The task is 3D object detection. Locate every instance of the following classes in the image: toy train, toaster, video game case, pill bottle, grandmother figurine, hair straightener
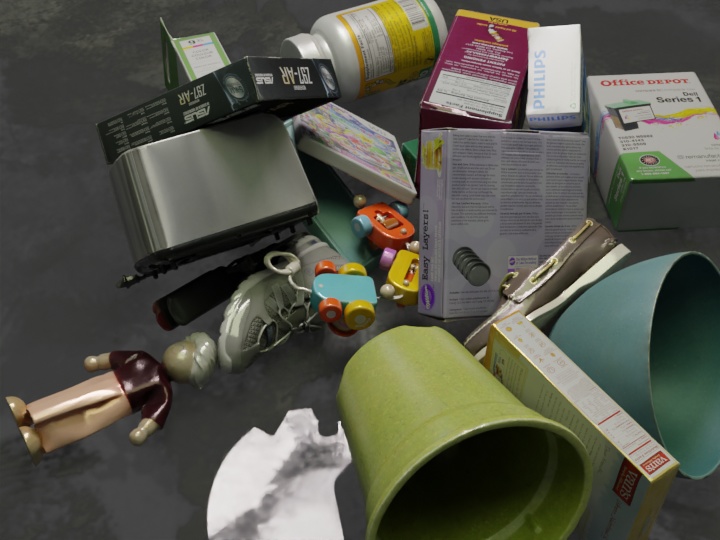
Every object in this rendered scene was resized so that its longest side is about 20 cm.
[{"bbox_3d":[0.000,0.000,1.109,0.150,0.056,0.199,37,44,27],"label":"toy train"},{"bbox_3d":[-0.162,-0.070,1.104,0.198,0.181,0.120,-19,91,-18],"label":"toaster"},{"bbox_3d":[-0.012,-0.147,1.232,0.142,0.018,0.200,25,20,-16],"label":"video game case"},{"bbox_3d":[0.003,-0.280,1.387,0.198,0.113,0.113,-21,50,-22],"label":"pill bottle"},{"bbox_3d":[-0.225,0.116,1.029,0.199,0.061,0.122,-25,60,-21],"label":"grandmother figurine"},{"bbox_3d":[-0.119,0.006,1.137,0.199,0.077,0.041,-25,94,-34],"label":"hair straightener"}]

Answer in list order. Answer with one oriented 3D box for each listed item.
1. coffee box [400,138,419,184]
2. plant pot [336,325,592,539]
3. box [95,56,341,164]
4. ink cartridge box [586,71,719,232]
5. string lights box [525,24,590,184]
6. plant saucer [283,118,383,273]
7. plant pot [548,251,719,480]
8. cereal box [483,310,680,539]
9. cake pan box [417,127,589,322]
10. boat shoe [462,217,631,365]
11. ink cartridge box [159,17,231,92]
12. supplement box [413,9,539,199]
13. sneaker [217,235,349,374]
[{"bbox_3d":[0.146,-0.093,1.258,0.122,0.044,0.200,-22,51,-23],"label":"coffee box"},{"bbox_3d":[0.067,0.150,0.934,0.198,0.202,0.185,-13,35,-15],"label":"plant pot"},{"bbox_3d":[-0.141,-0.163,1.099,0.198,0.044,0.160,-17,1,29],"label":"box"},{"bbox_3d":[0.353,-0.145,1.291,0.143,0.085,0.201,-3,45,-6],"label":"ink cartridge box"},{"bbox_3d":[0.222,-0.178,1.209,0.058,0.200,0.104,0,74,15],"label":"string lights box"},{"bbox_3d":[-0.043,-0.082,1.201,0.070,0.019,0.201,-33,77,-23],"label":"plant saucer"},{"bbox_3d":[0.251,0.088,1.008,0.134,0.201,0.200,-4,35,40],"label":"plant pot"},{"bbox_3d":[0.181,0.150,0.953,0.039,0.145,0.200,-25,52,-26],"label":"cereal box"},{"bbox_3d":[0.149,-0.048,1.091,0.198,0.186,0.052,-4,8,-33],"label":"cake pan box"},{"bbox_3d":[0.171,0.022,1.047,0.199,0.072,0.060,-36,71,-15],"label":"boat shoe"},{"bbox_3d":[-0.188,-0.217,1.322,0.059,0.104,0.201,-15,48,-17],"label":"ink cartridge box"},{"bbox_3d":[0.132,-0.183,1.222,0.102,0.132,0.201,13,46,10],"label":"supplement box"},{"bbox_3d":[-0.071,0.036,1.099,0.081,0.075,0.200,23,48,21],"label":"sneaker"}]
